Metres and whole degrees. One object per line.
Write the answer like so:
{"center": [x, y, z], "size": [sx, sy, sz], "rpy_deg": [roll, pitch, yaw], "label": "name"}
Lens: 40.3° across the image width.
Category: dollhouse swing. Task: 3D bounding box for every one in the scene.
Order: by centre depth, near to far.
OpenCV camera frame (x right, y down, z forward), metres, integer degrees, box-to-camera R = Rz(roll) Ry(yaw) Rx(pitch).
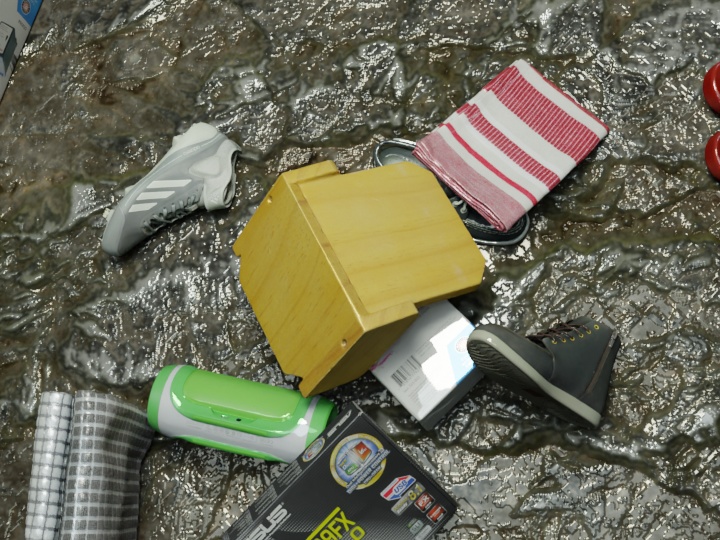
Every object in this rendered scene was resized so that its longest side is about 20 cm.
{"center": [0.000, 0.000, 1.070], "size": [0.182, 0.175, 0.200], "rpy_deg": [-50, 59, 39], "label": "dollhouse swing"}

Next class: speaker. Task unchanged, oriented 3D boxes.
{"center": [-0.130, 0.162, 1.091], "size": [0.199, 0.088, 0.089], "rpy_deg": [11, 78, 11], "label": "speaker"}

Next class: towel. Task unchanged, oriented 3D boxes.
{"center": [-0.280, 0.218, 1.042], "size": [0.085, 0.200, 0.166], "rpy_deg": [-1, 76, 3], "label": "towel"}
{"center": [0.175, -0.149, 1.122], "size": [0.144, 0.023, 0.200], "rpy_deg": [42, 66, 14], "label": "towel"}

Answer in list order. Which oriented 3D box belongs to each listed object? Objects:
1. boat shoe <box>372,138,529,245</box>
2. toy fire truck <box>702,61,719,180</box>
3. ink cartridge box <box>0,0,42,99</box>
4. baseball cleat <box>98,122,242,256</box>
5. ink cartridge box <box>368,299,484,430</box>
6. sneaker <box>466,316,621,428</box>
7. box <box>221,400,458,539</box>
{"center": [0.101, -0.091, 1.131], "size": [0.199, 0.060, 0.076], "rpy_deg": [23, 81, 13], "label": "boat shoe"}
{"center": [0.482, -0.171, 1.082], "size": [0.167, 0.112, 0.201], "rpy_deg": [5, 78, -10], "label": "toy fire truck"}
{"center": [-0.494, -0.296, 1.219], "size": [0.086, 0.146, 0.201], "rpy_deg": [15, 80, 9], "label": "ink cartridge box"}
{"center": [-0.221, -0.084, 1.171], "size": [0.106, 0.070, 0.200], "rpy_deg": [35, 84, 14], "label": "baseball cleat"}
{"center": [0.043, 0.064, 1.094], "size": [0.115, 0.068, 0.200], "rpy_deg": [-43, 69, -4], "label": "ink cartridge box"}
{"center": [0.195, 0.079, 1.036], "size": [0.075, 0.200, 0.106], "rpy_deg": [2, 63, 52], "label": "sneaker"}
{"center": [-0.020, 0.264, 1.034], "size": [0.200, 0.044, 0.160], "rpy_deg": [-45, 107, -4], "label": "box"}
